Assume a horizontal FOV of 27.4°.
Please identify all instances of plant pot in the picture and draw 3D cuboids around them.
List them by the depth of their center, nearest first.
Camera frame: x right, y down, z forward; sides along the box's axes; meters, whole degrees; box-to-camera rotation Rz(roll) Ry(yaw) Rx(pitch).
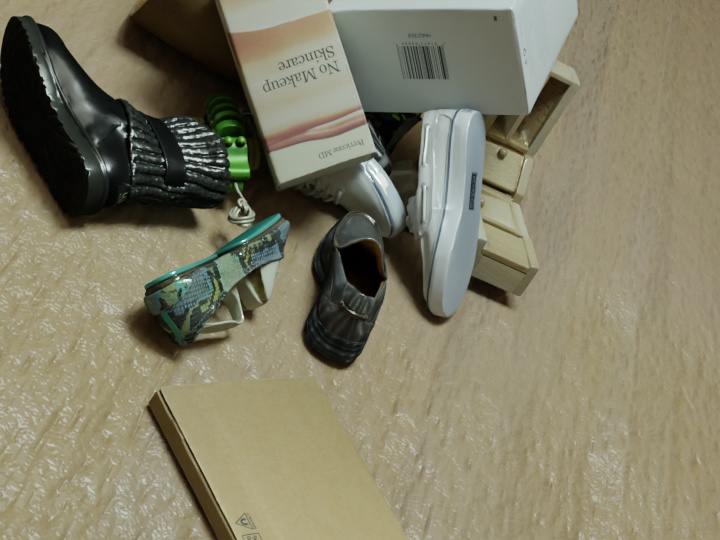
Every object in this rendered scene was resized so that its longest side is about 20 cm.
[{"bbox_3d":[-0.102,-0.265,1.514,0.200,0.186,0.187,41,30,-15],"label":"plant pot"}]

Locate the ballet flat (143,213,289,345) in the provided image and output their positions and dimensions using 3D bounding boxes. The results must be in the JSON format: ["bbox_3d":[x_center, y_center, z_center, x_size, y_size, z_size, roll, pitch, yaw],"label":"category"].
[{"bbox_3d":[-0.112,0.012,1.249,0.074,0.074,0.200,42,34,10],"label":"ballet flat"}]

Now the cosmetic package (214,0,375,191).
[{"bbox_3d":[-0.063,-0.187,1.379,0.087,0.102,0.202,172,-102,-87],"label":"cosmetic package"}]

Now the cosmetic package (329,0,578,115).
[{"bbox_3d":[0.097,-0.260,1.493,0.197,0.124,0.201,4,41,24],"label":"cosmetic package"}]

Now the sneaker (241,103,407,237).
[{"bbox_3d":[-0.040,-0.099,1.458,0.200,0.073,0.071,46,61,9],"label":"sneaker"}]

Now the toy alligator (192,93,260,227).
[{"bbox_3d":[-0.122,-0.115,1.370,0.059,0.055,0.201,-1,34,-16],"label":"toy alligator"}]

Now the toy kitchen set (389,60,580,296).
[{"bbox_3d":[0.124,-0.121,1.518,0.162,0.181,0.201,22,30,-19],"label":"toy kitchen set"}]

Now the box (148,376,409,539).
[{"bbox_3d":[-0.054,0.167,1.129,0.162,0.021,0.201,0,47,-43],"label":"box"}]

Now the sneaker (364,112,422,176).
[{"bbox_3d":[0.024,-0.165,1.537,0.071,0.082,0.201,59,23,-30],"label":"sneaker"}]

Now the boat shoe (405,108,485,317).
[{"bbox_3d":[0.078,-0.057,1.437,0.065,0.203,0.073,6,-6,25],"label":"boat shoe"}]

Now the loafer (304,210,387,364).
[{"bbox_3d":[0.000,0.000,1.348,0.072,0.073,0.201,25,33,-14],"label":"loafer"}]

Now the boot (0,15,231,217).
[{"bbox_3d":[-0.219,-0.136,1.305,0.157,0.079,0.213,-10,65,-41],"label":"boot"}]
